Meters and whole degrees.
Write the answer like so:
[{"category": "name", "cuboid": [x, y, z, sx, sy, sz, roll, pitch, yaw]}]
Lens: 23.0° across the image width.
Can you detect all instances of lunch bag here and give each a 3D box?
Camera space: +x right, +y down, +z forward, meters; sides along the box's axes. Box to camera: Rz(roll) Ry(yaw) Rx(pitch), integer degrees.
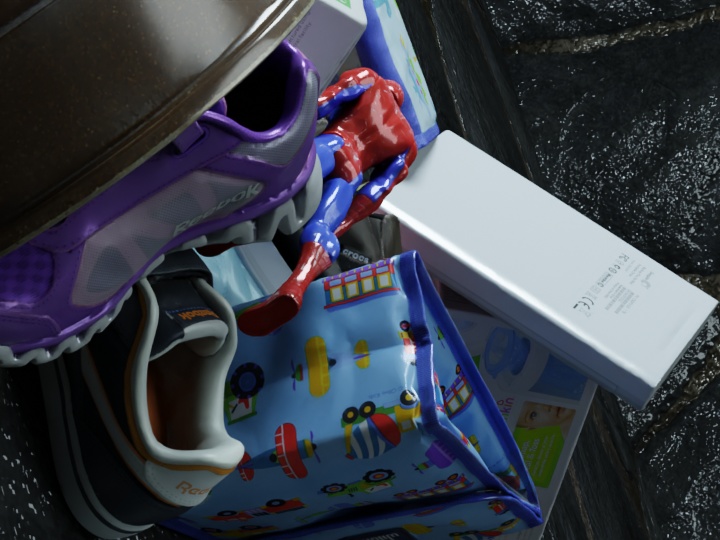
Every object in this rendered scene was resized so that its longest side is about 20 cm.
[{"category": "lunch bag", "cuboid": [-0.006, 0.095, 0.865, 0.200, 0.149, 0.095, 53, 24, -53]}, {"category": "lunch bag", "cuboid": [-0.028, -0.144, 1.110, 0.171, 0.127, 0.200, 68, -19, -6]}]

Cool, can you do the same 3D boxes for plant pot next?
[{"category": "plant pot", "cuboid": [-0.148, -0.119, 0.546, 0.199, 0.199, 0.201, 56, 16, -17]}]

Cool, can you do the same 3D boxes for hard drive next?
[{"category": "hard drive", "cuboid": [0.105, -0.005, 1.044, 0.199, 0.026, 0.132, 33, 32, 13]}]

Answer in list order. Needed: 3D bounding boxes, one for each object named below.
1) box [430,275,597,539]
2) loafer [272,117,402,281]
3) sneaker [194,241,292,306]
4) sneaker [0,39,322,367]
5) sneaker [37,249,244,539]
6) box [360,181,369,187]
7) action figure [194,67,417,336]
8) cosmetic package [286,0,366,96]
[{"category": "box", "cuboid": [0.076, 0.085, 1.123, 0.102, 0.112, 0.201, -90, -168, -57]}, {"category": "loafer", "cuboid": [0.000, 0.000, 0.908, 0.073, 0.071, 0.201, 14, -43, 60]}, {"category": "sneaker", "cuboid": [-0.078, 0.017, 0.880, 0.201, 0.082, 0.074, 59, -20, -20]}, {"category": "sneaker", "cuboid": [-0.089, -0.038, 0.670, 0.081, 0.199, 0.089, 47, -37, 18]}, {"category": "sneaker", "cuboid": [-0.101, 0.005, 0.741, 0.078, 0.079, 0.201, -8, 77, -58]}, {"category": "box", "cuboid": [0.004, -0.038, 1.311, 0.200, 0.075, 0.050, -40, 111, -78]}, {"category": "action figure", "cuboid": [-0.018, -0.045, 0.828, 0.066, 0.051, 0.200, 58, 35, -15]}, {"category": "cosmetic package", "cuboid": [-0.104, -0.143, 0.764, 0.199, 0.085, 0.108, 27, 28, -23]}]
